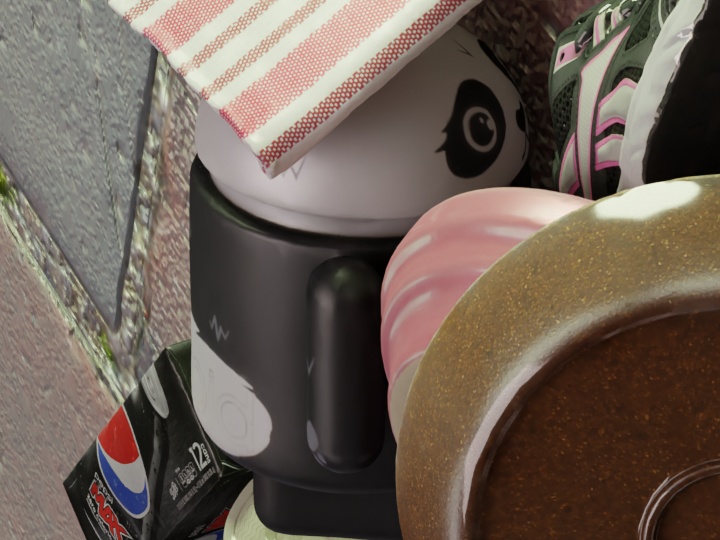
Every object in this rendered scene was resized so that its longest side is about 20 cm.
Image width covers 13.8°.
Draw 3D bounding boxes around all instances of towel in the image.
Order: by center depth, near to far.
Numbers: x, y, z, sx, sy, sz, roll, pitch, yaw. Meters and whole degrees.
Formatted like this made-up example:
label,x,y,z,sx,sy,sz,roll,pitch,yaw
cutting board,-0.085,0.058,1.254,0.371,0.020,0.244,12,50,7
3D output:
label,x,y,z,sx,sy,sz,roll,pitch,yaw
towel,-0.024,-0.129,1.041,0.200,0.146,0.030,47,178,41

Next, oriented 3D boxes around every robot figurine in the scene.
label,x,y,z,sx,sy,sz,roll,pitch,yaw
robot figurine,0.002,0.001,1.079,0.150,0.125,0.200,37,134,46

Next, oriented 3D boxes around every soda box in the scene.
label,x,y,z,sx,sy,sz,roll,pitch,yaw
soda box,-0.073,0.085,1.345,0.063,0.071,0.200,66,154,13

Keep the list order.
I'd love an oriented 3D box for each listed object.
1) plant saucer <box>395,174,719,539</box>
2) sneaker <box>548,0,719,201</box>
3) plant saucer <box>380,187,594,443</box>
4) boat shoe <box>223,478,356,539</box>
label,x,y,z,sx,sy,sz,roll,pitch,yaw
plant saucer,0.108,0.071,0.850,0.034,0.200,0.200,-72,-24,-67
sneaker,0.092,-0.059,0.911,0.086,0.080,0.200,58,151,29
plant saucer,0.084,0.062,0.941,0.201,0.051,0.201,30,150,19
boat shoe,0.026,0.152,1.218,0.200,0.072,0.068,41,180,40
